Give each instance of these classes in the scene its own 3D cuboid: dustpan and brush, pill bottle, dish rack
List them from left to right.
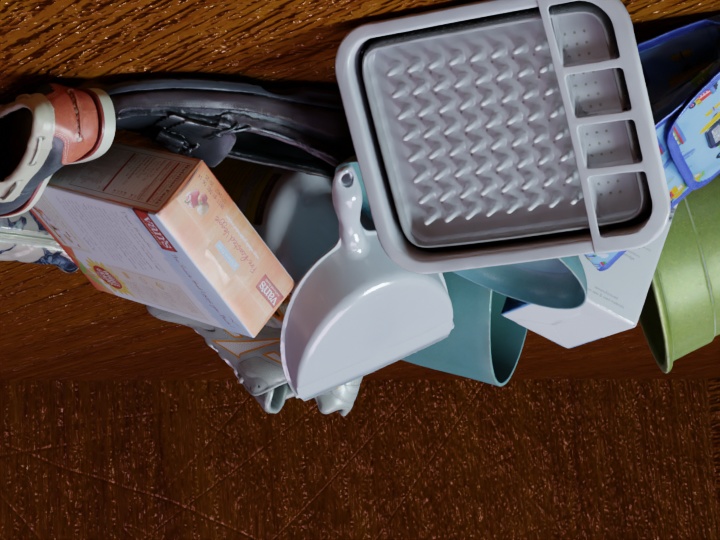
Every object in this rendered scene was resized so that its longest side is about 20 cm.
[{"bbox_3d":[-0.088,-0.043,1.600,0.109,0.110,0.200,4,-175,-43],"label":"pill bottle"},{"bbox_3d":[0.000,0.000,1.490,0.139,0.057,0.200,-23,150,-14],"label":"dustpan and brush"},{"bbox_3d":[0.093,-0.091,1.310,0.200,0.172,0.044,-8,-163,25],"label":"dish rack"}]

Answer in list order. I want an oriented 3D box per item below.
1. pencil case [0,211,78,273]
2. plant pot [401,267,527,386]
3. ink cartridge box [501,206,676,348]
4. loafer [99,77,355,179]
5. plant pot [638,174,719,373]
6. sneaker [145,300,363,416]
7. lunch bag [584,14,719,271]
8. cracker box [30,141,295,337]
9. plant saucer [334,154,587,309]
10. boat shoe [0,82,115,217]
[{"bbox_3d":[-0.315,-0.041,1.703,0.200,0.078,0.089,4,-170,-40],"label":"pencil case"},{"bbox_3d":[0.050,-0.018,1.667,0.161,0.201,0.201,8,175,14],"label":"plant pot"},{"bbox_3d":[0.189,-0.050,1.587,0.067,0.200,0.116,26,161,-15],"label":"ink cartridge box"},{"bbox_3d":[-0.087,-0.099,1.459,0.200,0.063,0.072,1,172,-28],"label":"loafer"},{"bbox_3d":[0.318,-0.036,1.740,0.190,0.200,0.200,-17,171,1],"label":"plant pot"},{"bbox_3d":[-0.086,0.060,1.609,0.200,0.092,0.076,13,-177,26],"label":"sneaker"},{"bbox_3d":[0.209,-0.106,1.409,0.200,0.094,0.151,-32,156,9],"label":"lunch bag"},{"bbox_3d":[-0.156,-0.031,1.510,0.200,0.058,0.134,15,149,47],"label":"cracker box"},{"bbox_3d":[0.075,-0.034,1.461,0.200,0.027,0.200,27,168,6],"label":"plant saucer"},{"bbox_3d":[-0.248,-0.083,1.460,0.062,0.071,0.200,-9,173,-38],"label":"boat shoe"}]
